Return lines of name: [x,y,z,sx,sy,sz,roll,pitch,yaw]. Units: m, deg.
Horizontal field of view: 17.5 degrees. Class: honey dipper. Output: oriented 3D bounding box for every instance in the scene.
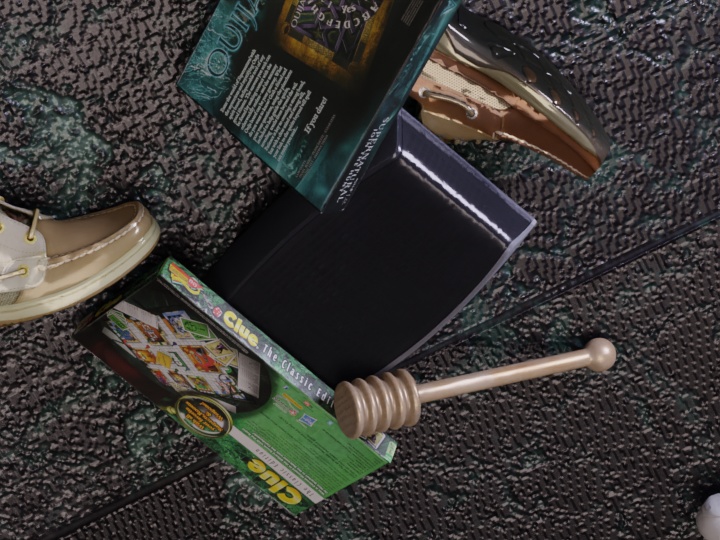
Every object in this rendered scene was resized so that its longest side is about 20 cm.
honey dipper: [0.078,0.073,1.512,0.198,0.038,0.038,-10,115,-25]

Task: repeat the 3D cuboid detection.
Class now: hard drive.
hard drive: [0.000,0.000,1.474,0.135,0.042,0.200,38,121,-18]

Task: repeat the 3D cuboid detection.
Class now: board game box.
board game box: [-0.081,0.078,1.511,0.200,0.024,0.105,41,132,-19]
board game box: [-0.017,-0.155,1.390,0.135,0.028,0.201,41,116,22]

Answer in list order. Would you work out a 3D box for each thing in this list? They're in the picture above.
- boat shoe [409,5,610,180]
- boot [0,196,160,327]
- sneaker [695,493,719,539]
boat shoe: [0.062,-0.117,1.444,0.199,0.076,0.074,35,111,-9]
boot: [-0.237,-0.045,1.447,0.198,0.072,0.156,-18,111,3]
sneaker: [0.290,0.235,1.606,0.200,0.078,0.099,41,107,-18]
